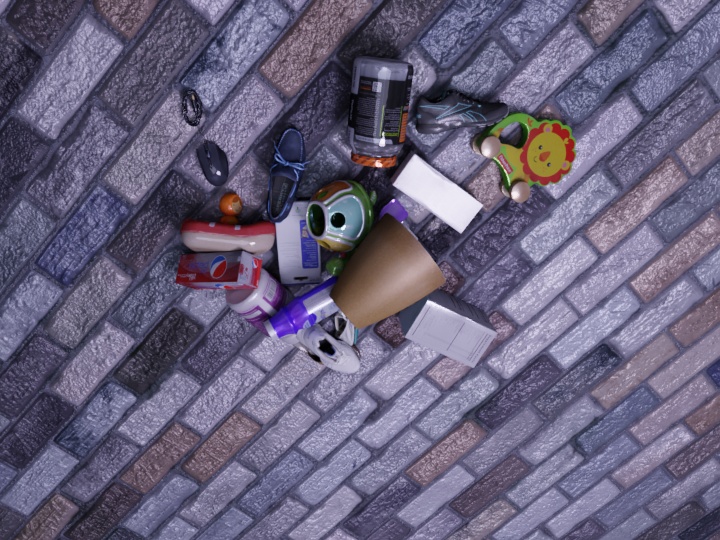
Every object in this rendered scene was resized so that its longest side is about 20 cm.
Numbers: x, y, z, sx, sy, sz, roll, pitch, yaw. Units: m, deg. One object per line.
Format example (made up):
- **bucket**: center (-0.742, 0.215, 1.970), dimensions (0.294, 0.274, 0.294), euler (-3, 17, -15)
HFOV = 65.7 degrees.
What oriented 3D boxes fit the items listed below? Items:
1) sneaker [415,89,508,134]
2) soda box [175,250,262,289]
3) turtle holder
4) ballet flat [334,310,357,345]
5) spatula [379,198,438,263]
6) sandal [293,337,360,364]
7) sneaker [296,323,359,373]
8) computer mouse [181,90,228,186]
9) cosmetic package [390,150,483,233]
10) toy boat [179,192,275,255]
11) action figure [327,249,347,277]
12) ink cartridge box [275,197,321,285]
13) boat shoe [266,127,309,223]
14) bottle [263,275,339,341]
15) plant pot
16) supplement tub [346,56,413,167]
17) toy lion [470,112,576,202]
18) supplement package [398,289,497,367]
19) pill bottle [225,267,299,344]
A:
- **sneaker**: center (0.211, -0.336, 1.161), dimensions (0.197, 0.076, 0.080), euler (-9, 112, -2)
- **soda box**: center (-0.308, 0.002, 1.206), dimensions (0.198, 0.071, 0.063), euler (-1, 165, 34)
- **turtle holder**: center (-0.052, -0.097, 1.188), dimensions (0.131, 0.141, 0.187), euler (-15, 132, -45)
- **ballet flat**: center (-0.027, 0.106, 1.317), dimensions (0.068, 0.070, 0.201), euler (5, 137, -7)
- **spatula**: center (0.119, -0.081, 1.294), dimensions (0.056, 0.021, 0.200), euler (-39, 112, 10)
- **sandal**: center (-0.093, 0.195, 1.379), dimensions (0.199, 0.055, 0.082), euler (30, 108, -17)
- **sneaker**: center (-0.066, 0.194, 1.303), dimensions (0.200, 0.087, 0.075), euler (40, 85, -38)
- **computer mouse**: center (-0.325, -0.271, 1.161), dimensions (0.058, 0.034, 0.202), euler (-15, 114, 3)
- **cosmetic package**: center (0.169, -0.174, 1.241), dimensions (0.199, 0.051, 0.083), euler (33, 105, -18)
- **toy boat**: center (-0.282, -0.102, 1.208), dimensions (0.197, 0.131, 0.133), euler (6, 84, -7)
- **action figure**: center (0.000, 0.000, 1.294), dimensions (0.198, 0.065, 0.100), euler (26, 100, -16)
- **ink cartridge box**: center (-0.140, -0.065, 1.268), dimensions (0.098, 0.039, 0.202), euler (-2, 113, -4)
- **boat shoe**: center (-0.152, -0.198, 1.171), dimensions (0.083, 0.069, 0.203), euler (6, 96, -4)
- **bottle**: center (-0.113, 0.084, 1.210), dimensions (0.199, 0.066, 0.084), euler (-29, 159, -10)
- **plant pot**: center (0.040, 0.019, 1.138), dimensions (0.200, 0.186, 0.187), euler (-42, 112, -1)
- **supplement tub**: center (0.036, -0.319, 1.125), dimensions (0.121, 0.123, 0.202), euler (4, 113, -7)
- **toy lion**: center (0.370, -0.263, 1.221), dimensions (0.191, 0.069, 0.200), euler (-40, 111, 5)
- **supplement package**: center (0.208, 0.130, 1.348), dimensions (0.198, 0.110, 0.114), euler (26, 109, -15)
- **pill bottle**: center (-0.204, 0.086, 1.273), dimensions (0.112, 0.113, 0.200), euler (-34, 131, 10)
